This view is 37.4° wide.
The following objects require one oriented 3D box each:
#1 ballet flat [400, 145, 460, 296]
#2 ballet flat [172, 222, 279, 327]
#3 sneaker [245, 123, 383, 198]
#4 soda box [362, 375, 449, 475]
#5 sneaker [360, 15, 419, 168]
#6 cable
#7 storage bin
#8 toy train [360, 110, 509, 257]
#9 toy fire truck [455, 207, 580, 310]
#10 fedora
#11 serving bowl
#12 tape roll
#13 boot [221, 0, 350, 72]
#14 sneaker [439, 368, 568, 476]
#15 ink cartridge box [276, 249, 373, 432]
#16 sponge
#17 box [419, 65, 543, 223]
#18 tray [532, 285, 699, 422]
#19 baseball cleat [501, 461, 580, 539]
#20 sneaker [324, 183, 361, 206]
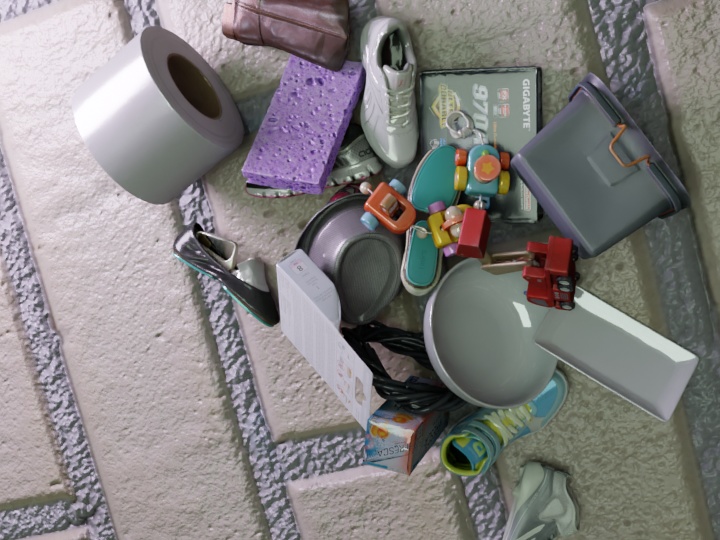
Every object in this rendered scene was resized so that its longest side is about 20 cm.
[{"bbox_3d":[0.087,-0.065,1.384,0.067,0.062,0.203,15,79,2],"label":"ballet flat"},{"bbox_3d":[-0.186,-0.001,1.542,0.199,0.068,0.069,36,100,9],"label":"ballet flat"},{"bbox_3d":[-0.070,-0.153,1.472,0.197,0.074,0.089,-12,94,17],"label":"sneaker"},{"bbox_3d":[0.066,0.203,1.418,0.067,0.200,0.065,11,104,17],"label":"soda box"},{"bbox_3d":[0.041,-0.234,1.395,0.077,0.099,0.203,-11,98,-9],"label":"sneaker"},{"bbox_3d":[0.056,0.130,1.428,0.198,0.163,0.051,24,120,8],"label":"cable"},{"bbox_3d":[0.284,-0.115,1.296,0.134,0.146,0.201,-38,88,0],"label":"storage bin"},{"bbox_3d":[0.100,-0.107,1.332,0.150,0.056,0.200,43,80,3],"label":"toy train"},{"bbox_3d":[0.198,-0.009,1.324,0.139,0.200,0.049,9,71,16],"label":"toy fire truck"},{"bbox_3d":[0.000,0.000,1.417,0.174,0.091,0.202,8,121,-16],"label":"fedora"},{"bbox_3d":[0.162,0.084,1.393,0.202,0.199,0.066,62,151,0],"label":"serving bowl"},{"bbox_3d":[-0.275,-0.212,1.462,0.139,0.202,0.204,-35,88,21],"label":"tape roll"},{"bbox_3d":[-0.088,-0.377,1.428,0.198,0.064,0.189,20,118,25],"label":"boot"},{"bbox_3d":[0.189,0.208,1.415,0.200,0.130,0.080,-41,85,20],"label":"sneaker"},{"bbox_3d":[-0.034,0.091,1.378,0.200,0.057,0.163,43,154,25],"label":"ink cartridge box"},{"bbox_3d":[-0.073,-0.198,1.423,0.110,0.030,0.202,11,64,17],"label":"sponge"},{"bbox_3d":[0.159,-0.164,1.403,0.157,0.046,0.203,2,100,19],"label":"box"},{"bbox_3d":[0.330,0.107,1.384,0.199,0.022,0.108,31,67,11],"label":"tray"},{"bbox_3d":[0.241,0.366,1.457,0.105,0.070,0.203,15,105,16],"label":"baseball cleat"},{"bbox_3d":[-0.050,-0.028,1.484,0.080,0.075,0.202,25,107,13],"label":"sneaker"}]
